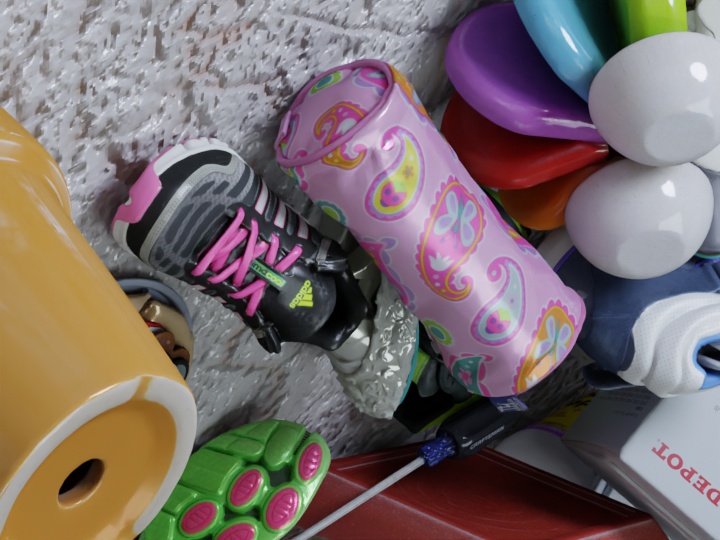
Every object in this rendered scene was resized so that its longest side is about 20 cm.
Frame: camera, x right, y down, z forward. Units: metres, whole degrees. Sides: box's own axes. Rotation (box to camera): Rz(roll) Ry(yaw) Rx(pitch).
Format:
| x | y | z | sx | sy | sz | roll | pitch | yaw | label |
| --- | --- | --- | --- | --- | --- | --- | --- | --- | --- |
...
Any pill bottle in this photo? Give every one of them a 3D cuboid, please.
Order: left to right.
| x | y | z | sx | sy | sz | roll | pitch | yaw | label |
| --- | --- | --- | --- | --- | --- | --- | --- | --- | --- |
| 0.185 | 0.130 | 2.003 | 0.200 | 0.104 | 0.104 | -24 | 143 | -41 | pill bottle |

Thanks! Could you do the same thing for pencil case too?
| x | y | z | sx | sy | sz | roll | pitch | yaw | label |
| --- | --- | --- | --- | --- | --- | --- | --- | --- | --- |
| 0.037 | -0.018 | 1.521 | 0.087 | 0.087 | 0.200 | -45 | 120 | -10 | pencil case |

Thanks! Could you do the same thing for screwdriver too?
| x | y | z | sx | sy | sz | roll | pitch | yaw | label |
| --- | --- | --- | --- | --- | --- | --- | --- | --- | --- |
| 0.027 | 0.119 | 1.720 | 0.200 | 0.028 | 0.029 | -28 | 168 | -42 | screwdriver |

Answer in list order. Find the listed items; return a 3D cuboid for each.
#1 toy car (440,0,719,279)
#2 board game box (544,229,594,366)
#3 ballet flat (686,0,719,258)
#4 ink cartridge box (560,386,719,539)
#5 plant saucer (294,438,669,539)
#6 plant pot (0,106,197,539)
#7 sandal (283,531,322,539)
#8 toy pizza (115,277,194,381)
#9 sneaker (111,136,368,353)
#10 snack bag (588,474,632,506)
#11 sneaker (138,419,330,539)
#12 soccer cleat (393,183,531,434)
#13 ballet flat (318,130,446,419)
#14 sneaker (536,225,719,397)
| x | y | z | sx | sy | sz | roll | pitch | yaw | label |
| --- | --- | --- | --- | --- | --- | --- | --- | --- | --- |
| 0.118 | -0.103 | 1.586 | 0.150 | 0.175 | 0.200 | -1 | 138 | -8 | toy car |
| 0.188 | -0.050 | 1.827 | 0.147 | 0.064 | 0.200 | -33 | 147 | -29 | board game box |
| 0.203 | -0.100 | 1.689 | 0.073 | 0.073 | 0.200 | 95 | 1 | -49 | ballet flat |
| 0.250 | 0.081 | 1.792 | 0.200 | 0.145 | 0.145 | -50 | -171 | -8 | ink cartridge box |
| 0.073 | 0.151 | 1.775 | 0.200 | 0.200 | 0.037 | -7 | 112 | -53 | plant saucer |
| -0.177 | 0.044 | 1.263 | 0.200 | 0.183 | 0.200 | -36 | 150 | -25 | plant pot |
| -0.067 | 0.227 | 1.814 | 0.212 | 0.078 | 0.070 | -36 | -178 | -11 | sandal |
| -0.159 | 0.090 | 1.516 | 0.200 | 0.032 | 0.200 | -36 | 150 | -25 | toy pizza |
| -0.053 | -0.006 | 1.491 | 0.074 | 0.087 | 0.200 | -51 | 153 | 3 | sneaker |
| 0.232 | 0.115 | 1.942 | 0.189 | 0.021 | 0.200 | 31 | 87 | -54 | snack bag |
| -0.093 | 0.166 | 1.684 | 0.200 | 0.077 | 0.084 | -50 | 171 | 5 | sneaker |
| 0.059 | 0.029 | 1.729 | 0.081 | 0.068 | 0.200 | -34 | 152 | -27 | soccer cleat |
| 0.000 | 0.000 | 1.615 | 0.072 | 0.072 | 0.200 | -24 | 137 | -40 | ballet flat |
| 0.203 | 0.012 | 1.695 | 0.200 | 0.146 | 0.081 | -26 | 145 | -44 | sneaker |
